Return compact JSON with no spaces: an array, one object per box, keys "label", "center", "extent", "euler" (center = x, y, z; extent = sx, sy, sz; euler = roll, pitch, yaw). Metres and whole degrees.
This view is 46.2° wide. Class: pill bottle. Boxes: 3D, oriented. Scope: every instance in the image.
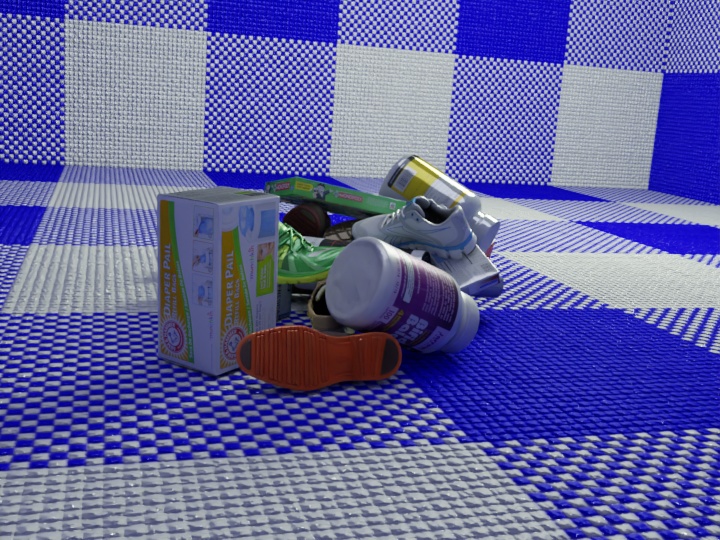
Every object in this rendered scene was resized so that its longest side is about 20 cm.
[{"label":"pill bottle","center":[0.135,-0.103,1.434],"extent":[0.199,0.113,0.112],"euler":[36,23,18]},{"label":"pill bottle","center":[0.060,0.041,1.066],"extent":[0.199,0.114,0.112],"euler":[23,-3,-40]}]

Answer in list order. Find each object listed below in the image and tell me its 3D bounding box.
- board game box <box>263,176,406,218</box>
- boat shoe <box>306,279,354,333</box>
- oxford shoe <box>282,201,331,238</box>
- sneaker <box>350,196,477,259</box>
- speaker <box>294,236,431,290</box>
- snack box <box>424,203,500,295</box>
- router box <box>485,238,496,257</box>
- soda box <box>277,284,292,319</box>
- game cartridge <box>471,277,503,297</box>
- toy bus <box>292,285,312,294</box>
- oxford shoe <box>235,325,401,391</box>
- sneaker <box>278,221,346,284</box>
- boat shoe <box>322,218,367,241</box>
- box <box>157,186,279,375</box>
[{"label":"board game box","center":[-0.043,-0.115,1.373],"extent":[0.197,0.030,0.134],"euler":[11,-4,-28]},{"label":"boat shoe","center":[-0.035,0.048,1.127],"extent":[0.073,0.067,0.200],"euler":[-2,22,-2]},{"label":"oxford shoe","center":[-0.083,-0.080,1.400],"extent":[0.070,0.075,0.200],"euler":[42,-19,1]},{"label":"sneaker","center":[0.073,-0.074,1.255],"extent":[0.197,0.087,0.075],"euler":[2,44,26]},{"label":"speaker","center":[0.000,0.000,1.245],"extent":[0.197,0.083,0.081],"euler":[8,12,19]},{"label":"snack box","center":[0.134,-0.032,1.270],"extent":[0.071,0.025,0.201],"euler":[-22,39,-7]},{"label":"router box","center":[0.117,-0.046,1.498],"extent":[0.198,0.049,0.179],"euler":[29,36,19]},{"label":"soda box","center":[-0.200,0.025,1.263],"extent":[0.197,0.065,0.068],"euler":[12,14,28]},{"label":"game cartridge","center":[0.118,0.017,1.329],"extent":[0.197,0.042,0.133],"euler":[6,4,28]},{"label":"toy bus","center":[-0.097,-0.002,1.353],"extent":[0.197,0.066,0.078],"euler":[4,-27,-26]},{"label":"oxford shoe","center":[-0.054,0.102,0.977],"extent":[0.197,0.073,0.073],"euler":[6,-7,-25]},{"label":"sneaker","center":[-0.105,-0.027,1.169],"extent":[0.197,0.085,0.074],"euler":[3,12,12]},{"label":"boat shoe","center":[0.031,-0.037,1.356],"extent":[0.197,0.068,0.073],"euler":[-3,55,-23]},{"label":"box","center":[-0.171,0.009,1.012],"extent":[0.100,0.203,0.112],"euler":[11,15,33]}]
